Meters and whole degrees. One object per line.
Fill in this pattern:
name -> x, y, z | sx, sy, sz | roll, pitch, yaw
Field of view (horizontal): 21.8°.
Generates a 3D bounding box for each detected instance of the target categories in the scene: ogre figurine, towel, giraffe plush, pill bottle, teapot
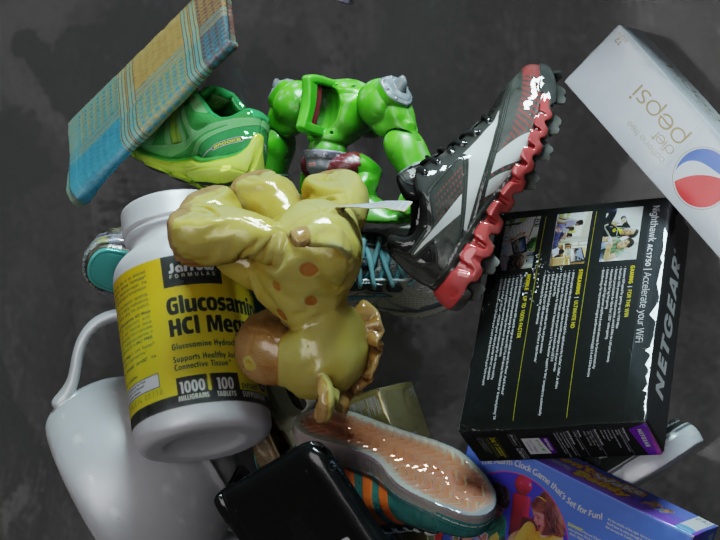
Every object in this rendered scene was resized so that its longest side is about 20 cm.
ogre figurine -> -0.016, -0.098, 1.528 | 0.199, 0.097, 0.121 | 6, 97, 57
towel -> -0.179, -0.154, 1.598 | 0.200, 0.147, 0.022 | -42, 118, 18
giraffe plush -> -0.043, 0.022, 1.421 | 0.199, 0.172, 0.164 | 9, 112, 37
pill bottle -> -0.139, 0.043, 1.498 | 0.112, 0.112, 0.202 | -20, 69, 25
teapot -> -0.167, 0.161, 1.586 | 0.145, 0.200, 0.198 | -30, 57, -2

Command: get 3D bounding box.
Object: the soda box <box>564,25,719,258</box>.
soda box -> 0.248, -0.092, 1.418 | 0.064, 0.068, 0.200 | -45, 73, 20

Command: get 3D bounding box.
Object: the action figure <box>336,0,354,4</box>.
action figure -> -0.004, -0.324, 1.520 | 0.129, 0.069, 0.201 | 25, 114, 3

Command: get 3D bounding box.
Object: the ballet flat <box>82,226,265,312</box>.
ballet flat -> -0.141, 0.010, 1.607 | 0.199, 0.072, 0.073 | 21, 103, -11

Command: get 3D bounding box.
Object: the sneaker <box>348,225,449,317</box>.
sneaker -> 0.000, 0.000, 1.527 | 0.198, 0.086, 0.079 | 0, 91, 16

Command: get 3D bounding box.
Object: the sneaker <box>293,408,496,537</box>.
sneaker -> 0.027, 0.174, 1.458 | 0.199, 0.071, 0.081 | 22, 123, 41

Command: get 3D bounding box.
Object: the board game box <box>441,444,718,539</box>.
board game box -> 0.158, 0.217, 1.418 | 0.199, 0.045, 0.136 | 24, 106, 32

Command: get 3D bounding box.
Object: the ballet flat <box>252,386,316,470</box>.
ballet flat -> -0.059, 0.127, 1.562 | 0.072, 0.068, 0.202 | -19, 94, 43

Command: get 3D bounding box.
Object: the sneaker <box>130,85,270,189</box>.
sneaker -> -0.132, -0.114, 1.583 | 0.199, 0.074, 0.084 | 17, 85, 52

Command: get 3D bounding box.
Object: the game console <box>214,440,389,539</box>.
game console -> -0.015, 0.227, 1.472 | 0.175, 0.116, 0.201 | -33, 93, 36

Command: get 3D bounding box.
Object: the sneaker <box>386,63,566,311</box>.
sneaker -> 0.084, -0.076, 1.426 | 0.097, 0.071, 0.202 | 27, 90, -5

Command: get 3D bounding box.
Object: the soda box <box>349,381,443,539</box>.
soda box -> 0.035, 0.197, 1.536 | 0.064, 0.068, 0.202 | -21, 83, 26

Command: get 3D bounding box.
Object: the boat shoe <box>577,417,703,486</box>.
boat shoe -> 0.174, 0.160, 1.468 | 0.199, 0.068, 0.057 | -33, 78, 26

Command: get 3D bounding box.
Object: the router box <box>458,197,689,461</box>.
router box -> 0.164, 0.044, 1.418 | 0.148, 0.051, 0.202 | -5, 54, 27
